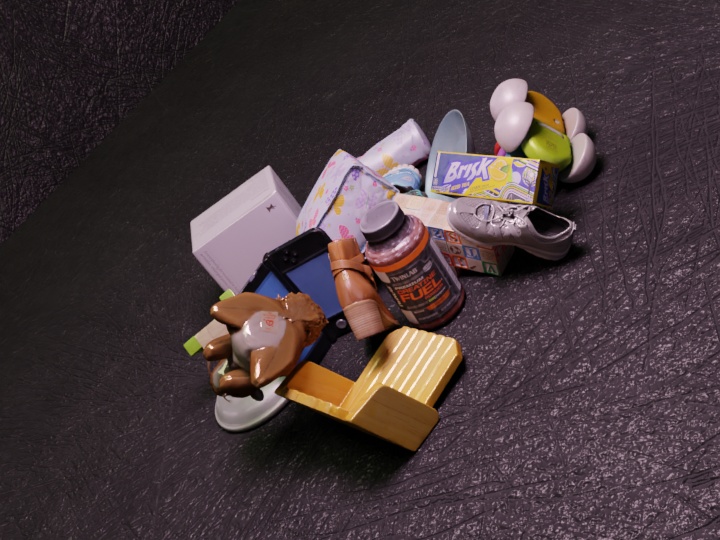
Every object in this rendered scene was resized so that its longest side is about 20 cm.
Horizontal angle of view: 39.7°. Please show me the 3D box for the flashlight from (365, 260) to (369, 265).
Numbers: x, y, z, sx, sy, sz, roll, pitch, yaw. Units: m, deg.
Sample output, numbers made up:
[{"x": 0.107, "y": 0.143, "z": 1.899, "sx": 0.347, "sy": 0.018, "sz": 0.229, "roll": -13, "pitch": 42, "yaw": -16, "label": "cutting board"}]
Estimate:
[{"x": 0.000, "y": 0.000, "z": 1.765, "sx": 0.197, "sy": 0.069, "sz": 0.068, "roll": -21, "pitch": -4, "yaw": 21, "label": "flashlight"}]

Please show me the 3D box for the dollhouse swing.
[{"x": 0.017, "y": 0.143, "z": 1.449, "sx": 0.199, "sy": 0.181, "sz": 0.178, "roll": 11, "pitch": 75, "yaw": 54, "label": "dollhouse swing"}]

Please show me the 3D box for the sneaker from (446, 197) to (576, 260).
[{"x": 0.226, "y": -0.078, "z": 1.479, "sx": 0.082, "sy": 0.196, "sz": 0.076, "roll": 111, "pitch": 168, "yaw": -61, "label": "sneaker"}]

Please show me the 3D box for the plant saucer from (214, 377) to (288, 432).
[{"x": -0.181, "y": 0.184, "z": 1.720, "sx": 0.198, "sy": 0.050, "sz": 0.201, "roll": -28, "pitch": 31, "yaw": 19, "label": "plant saucer"}]

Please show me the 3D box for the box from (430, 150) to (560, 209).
[{"x": 0.207, "y": -0.142, "z": 1.561, "sx": 0.198, "sy": 0.064, "sz": 0.071, "roll": 11, "pitch": 91, "yaw": 43, "label": "box"}]

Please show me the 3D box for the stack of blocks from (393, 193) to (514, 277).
[{"x": 0.145, "y": -0.050, "z": 1.610, "sx": 0.197, "sy": 0.116, "sz": 0.059, "roll": 13, "pitch": 54, "yaw": 32, "label": "stack of blocks"}]

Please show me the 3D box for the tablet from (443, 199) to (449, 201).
[{"x": 0.110, "y": -0.091, "z": 1.815, "sx": 0.198, "sy": 0.014, "sz": 0.131, "roll": -28, "pitch": 31, "yaw": 20, "label": "tablet"}]

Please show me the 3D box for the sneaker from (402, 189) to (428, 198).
[{"x": 0.089, "y": -0.112, "z": 1.759, "sx": 0.091, "sy": 0.078, "sz": 0.199, "roll": -36, "pitch": 15, "yaw": -19, "label": "sneaker"}]

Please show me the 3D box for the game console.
[{"x": -0.084, "y": 0.062, "z": 1.622, "sx": 0.169, "sy": 0.201, "sz": 0.119, "roll": -27, "pitch": 30, "yaw": 23, "label": "game console"}]

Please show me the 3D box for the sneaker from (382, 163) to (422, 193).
[{"x": 0.023, "y": -0.131, "z": 1.893, "sx": 0.198, "sy": 0.079, "sz": 0.090, "roll": -28, "pitch": 24, "yaw": 19, "label": "sneaker"}]

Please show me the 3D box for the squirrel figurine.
[{"x": -0.144, "y": 0.121, "z": 1.513, "sx": 0.199, "sy": 0.142, "sz": 0.188, "roll": -31, "pitch": -19, "yaw": -34, "label": "squirrel figurine"}]

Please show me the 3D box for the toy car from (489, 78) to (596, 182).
[{"x": 0.283, "y": -0.206, "z": 1.653, "sx": 0.151, "sy": 0.173, "sz": 0.201, "roll": -56, "pitch": 19, "yaw": 32, "label": "toy car"}]

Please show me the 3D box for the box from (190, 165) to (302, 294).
[{"x": -0.190, "y": -0.049, "z": 1.901, "sx": 0.199, "sy": 0.200, "sz": 0.131, "roll": -34, "pitch": 29, "yaw": 6, "label": "box"}]

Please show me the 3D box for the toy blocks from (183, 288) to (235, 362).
[{"x": -0.209, "y": 0.102, "z": 1.795, "sx": 0.199, "sy": 0.137, "sz": 0.100, "roll": -40, "pitch": 73, "yaw": -5, "label": "toy blocks"}]

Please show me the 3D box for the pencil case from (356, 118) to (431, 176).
[{"x": 0.048, "y": -0.218, "z": 1.990, "sx": 0.199, "sy": 0.084, "sz": 0.091, "roll": -34, "pitch": 24, "yaw": 8, "label": "pencil case"}]

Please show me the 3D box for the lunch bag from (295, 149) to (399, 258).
[{"x": -0.033, "y": -0.088, "z": 1.725, "sx": 0.202, "sy": 0.126, "sz": 0.170, "roll": -57, "pitch": 17, "yaw": 6, "label": "lunch bag"}]

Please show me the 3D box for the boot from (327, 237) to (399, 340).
[{"x": 0.002, "y": 0.026, "z": 1.569, "sx": 0.073, "sy": 0.157, "sz": 0.200, "roll": -20, "pitch": -5, "yaw": 3, "label": "boot"}]

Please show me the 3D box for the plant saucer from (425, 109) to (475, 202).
[{"x": 0.163, "y": -0.176, "z": 1.741, "sx": 0.201, "sy": 0.038, "sz": 0.205, "roll": -173, "pitch": 90, "yaw": -76, "label": "plant saucer"}]

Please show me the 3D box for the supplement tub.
[{"x": 0.075, "y": -0.011, "z": 1.547, "sx": 0.106, "sy": 0.201, "sz": 0.108, "roll": -26, "pitch": 31, "yaw": 17, "label": "supplement tub"}]
